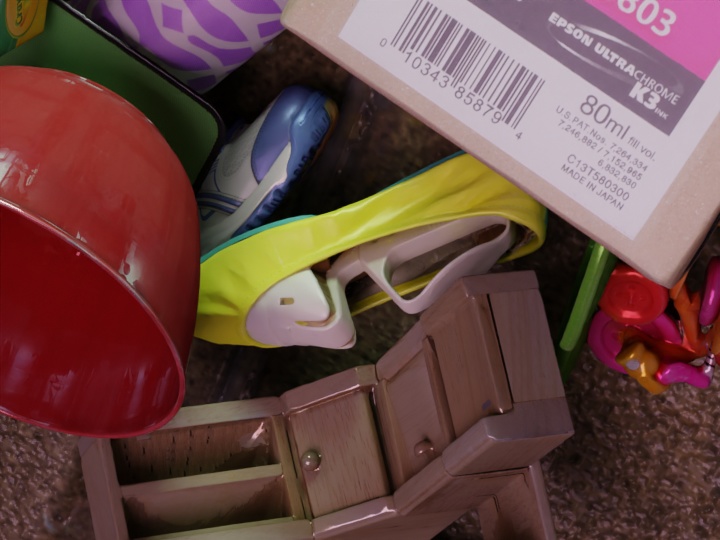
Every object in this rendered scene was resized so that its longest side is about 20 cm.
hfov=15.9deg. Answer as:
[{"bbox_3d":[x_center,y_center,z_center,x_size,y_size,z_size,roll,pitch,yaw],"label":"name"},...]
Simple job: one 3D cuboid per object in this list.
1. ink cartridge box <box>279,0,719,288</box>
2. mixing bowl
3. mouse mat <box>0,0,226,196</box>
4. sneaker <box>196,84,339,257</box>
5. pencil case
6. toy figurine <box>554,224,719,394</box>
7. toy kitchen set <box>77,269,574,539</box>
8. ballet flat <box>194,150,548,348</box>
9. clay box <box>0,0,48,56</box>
[{"bbox_3d":[0.094,-0.118,1.051,0.200,0.075,0.165,34,109,8],"label":"ink cartridge box"},{"bbox_3d":[-0.151,-0.022,1.205,0.199,0.109,0.201,19,148,12],"label":"mixing bowl"},{"bbox_3d":[-0.163,-0.050,1.285,0.161,0.008,0.200,35,128,5],"label":"mouse mat"},{"bbox_3d":[-0.095,-0.037,1.308,0.088,0.075,0.200,46,121,-1],"label":"sneaker"},{"bbox_3d":[-0.073,-0.142,1.254,0.200,0.084,0.086,-33,60,30],"label":"pencil case"},{"bbox_3d":[0.193,0.011,1.188,0.183,0.150,0.201,19,131,3],"label":"toy figurine"},{"bbox_3d":[-0.010,0.117,1.211,0.200,0.180,0.164,132,128,-61],"label":"toy kitchen set"},{"bbox_3d":[0.000,0.000,1.249,0.199,0.067,0.067,-23,144,4],"label":"ballet flat"},{"bbox_3d":[-0.187,-0.209,1.169,0.115,0.048,0.201,28,128,19],"label":"clay box"}]
